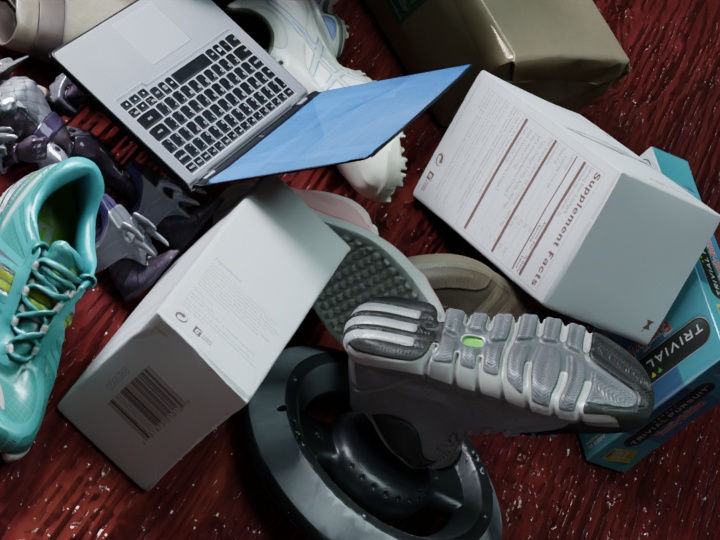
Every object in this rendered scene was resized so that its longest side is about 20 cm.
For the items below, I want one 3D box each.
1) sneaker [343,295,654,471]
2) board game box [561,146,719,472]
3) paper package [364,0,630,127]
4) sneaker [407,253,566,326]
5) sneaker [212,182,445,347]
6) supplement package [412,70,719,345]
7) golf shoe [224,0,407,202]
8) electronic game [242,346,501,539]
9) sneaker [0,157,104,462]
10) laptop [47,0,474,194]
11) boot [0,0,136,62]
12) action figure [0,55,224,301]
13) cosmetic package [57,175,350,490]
[{"bbox_3d":[0.085,0.087,1.491,0.199,0.116,0.075,15,44,10],"label":"sneaker"},{"bbox_3d":[0.213,0.029,1.798,0.047,0.151,0.200,19,43,-38],"label":"board game box"},{"bbox_3d":[0.103,-0.226,1.979,0.190,0.103,0.200,-5,61,-53],"label":"paper package"},{"bbox_3d":[0.088,0.045,1.706,0.200,0.070,0.076,16,46,-41],"label":"sneaker"},{"bbox_3d":[0.000,0.000,1.599,0.200,0.076,0.105,34,17,30],"label":"sneaker"},{"bbox_3d":[0.153,-0.049,1.769,0.117,0.118,0.200,21,14,-38],"label":"supplement package"},{"bbox_3d":[-0.039,-0.129,1.753,0.097,0.078,0.200,-9,56,-34],"label":"golf shoe"},{"bbox_3d":[0.009,0.129,1.534,0.200,0.042,0.200,28,32,-19],"label":"electronic game"},{"bbox_3d":[-0.197,0.016,1.371,0.077,0.080,0.201,29,51,-29],"label":"sneaker"},{"bbox_3d":[-0.062,-0.136,1.534,0.200,0.116,0.187,44,33,2],"label":"laptop"},{"bbox_3d":[-0.181,-0.156,1.605,0.146,0.070,0.200,2,53,-42],"label":"boot"},{"bbox_3d":[-0.190,-0.078,1.502,0.200,0.069,0.130,42,41,-5],"label":"action figure"},{"bbox_3d":[-0.094,0.034,1.460,0.081,0.113,0.200,45,34,-6],"label":"cosmetic package"}]
